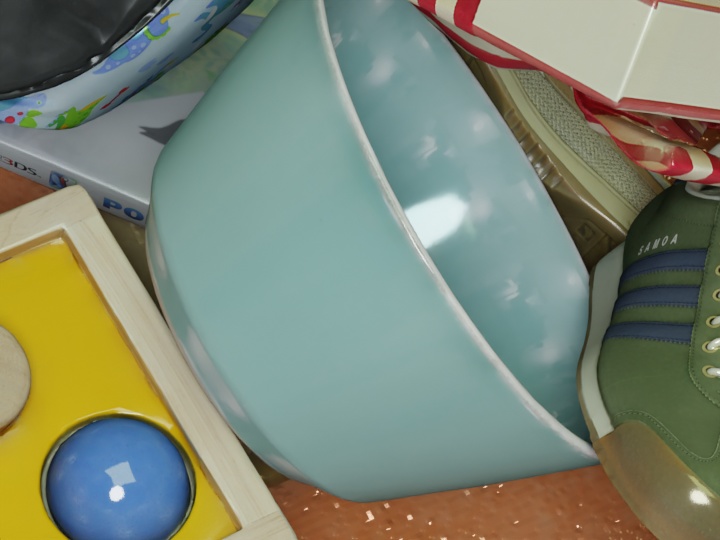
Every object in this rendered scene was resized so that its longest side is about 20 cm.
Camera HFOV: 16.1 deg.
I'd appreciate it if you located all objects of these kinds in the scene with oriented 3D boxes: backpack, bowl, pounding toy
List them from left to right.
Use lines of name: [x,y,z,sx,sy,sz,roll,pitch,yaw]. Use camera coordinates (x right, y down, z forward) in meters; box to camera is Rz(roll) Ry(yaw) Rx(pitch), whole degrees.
pounding toy: [-0.150,0.061,0.859,0.184,0.142,0.200,-24,69,-23]
backpack: [-0.099,-0.125,0.919,0.163,0.200,0.154,-44,111,-1]
bowl: [0.000,0.000,0.881,0.105,0.201,0.201,-31,65,17]

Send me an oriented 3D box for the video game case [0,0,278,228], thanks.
video game case: [-0.049,-0.098,1.040,0.182,0.022,0.200,23,59,2]

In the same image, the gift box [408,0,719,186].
gift box: [0.111,-0.133,0.813,0.200,0.187,0.184,7,20,-42]

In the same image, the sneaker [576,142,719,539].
sneaker: [0.124,0.013,0.859,0.067,0.090,0.200,34,23,-13]

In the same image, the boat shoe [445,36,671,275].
boat shoe: [0.062,-0.058,0.999,0.201,0.073,0.063,45,43,-1]
